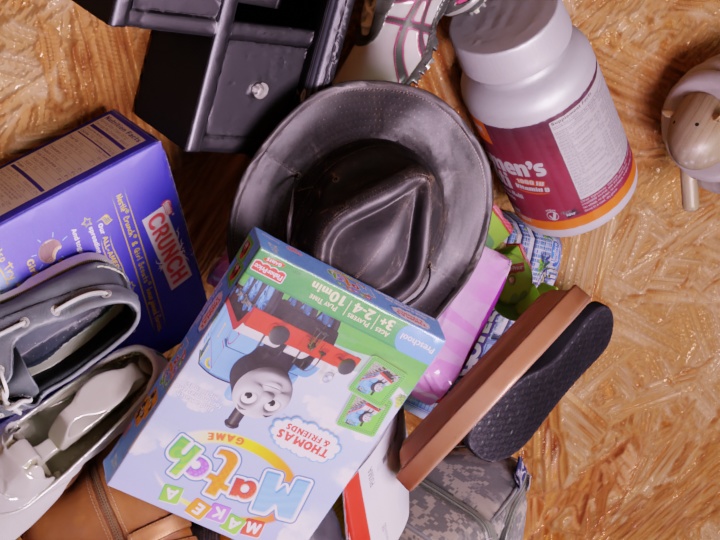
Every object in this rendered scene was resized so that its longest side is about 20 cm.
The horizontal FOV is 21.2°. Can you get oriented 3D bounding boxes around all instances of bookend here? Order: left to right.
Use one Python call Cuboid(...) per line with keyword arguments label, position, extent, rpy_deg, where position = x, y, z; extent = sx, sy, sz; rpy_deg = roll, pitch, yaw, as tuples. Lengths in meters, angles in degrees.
Cuboid(label="bookend", position=(-0.115, -0.168, 1.305), extent=(0.199, 0.092, 0.200), rpy_deg=(2, 112, -39))

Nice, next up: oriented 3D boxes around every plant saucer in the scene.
Cuboid(label="plant saucer", position=(0.095, 0.084, 1.448), extent=(0.200, 0.032, 0.200), rpy_deg=(-46, 175, -5))

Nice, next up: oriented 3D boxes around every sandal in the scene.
Cuboid(label="sandal", position=(0.143, 0.091, 1.620), extent=(0.200, 0.045, 0.075), rpy_deg=(-40, 141, -36))

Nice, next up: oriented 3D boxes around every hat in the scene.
Cuboid(label="hat", position=(0.008, -0.032, 1.317), extent=(0.200, 0.081, 0.202), rpy_deg=(-2, 98, -12))

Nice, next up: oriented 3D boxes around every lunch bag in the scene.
Cuboid(label="lunch bag", position=(0.068, 0.259, 1.674), extent=(0.167, 0.139, 0.201), rpy_deg=(-24, 129, -48))

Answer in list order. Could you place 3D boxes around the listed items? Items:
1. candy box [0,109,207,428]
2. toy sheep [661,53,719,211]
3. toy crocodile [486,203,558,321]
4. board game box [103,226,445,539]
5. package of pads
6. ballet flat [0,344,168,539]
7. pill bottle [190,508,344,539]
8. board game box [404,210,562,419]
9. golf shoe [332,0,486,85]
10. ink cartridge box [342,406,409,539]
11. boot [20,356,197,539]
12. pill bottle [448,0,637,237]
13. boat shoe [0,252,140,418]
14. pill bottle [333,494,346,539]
Cuboid(label="candy box", position=(-0.217, 0.008, 1.332), extent=(0.199, 0.077, 0.170), rpy_deg=(-29, 130, -21))
Cuboid(label="toy sheep", position=(0.333, -0.126, 1.675), extent=(0.200, 0.138, 0.139), rpy_deg=(-19, 126, -48))
Cuboid(label="toy crocodile", position=(0.088, -0.033, 1.512), extent=(0.062, 0.067, 0.200), rpy_deg=(-42, 108, -20))
Cuboid(label="board game box", position=(-0.059, 0.089, 1.298), extent=(0.151, 0.037, 0.200), rpy_deg=(26, 109, -23))
Cuboid(label="package of pads", position=(0.000, 0.000, 1.420), extent=(0.199, 0.076, 0.121), rpy_deg=(28, 71, -2))
Cuboid(label="ballet flat", position=(-0.210, 0.114, 1.295), extent=(0.200, 0.069, 0.070), rpy_deg=(-40, 133, -17))
Cuboid(label="pill bottle", position=(-0.117, 0.229, 1.448), extent=(0.200, 0.117, 0.116), rpy_deg=(-26, 148, 36))
Cuboid(label="board game box", position=(0.065, 0.044, 1.595), extent=(0.199, 0.062, 0.201), rpy_deg=(10, 107, -43))
Cuboid(label="golf shoe", position=(0.025, -0.193, 1.436), extent=(0.088, 0.077, 0.200), rpy_deg=(43, 81, -24))
Cuboid(label="ink cartridge box", position=(0.014, 0.174, 1.471), extent=(0.047, 0.201, 0.160), rpy_deg=(-4, 145, 2))
Cuboid(label="boot", position=(-0.144, 0.157, 1.360), extent=(0.199, 0.156, 0.077), rpy_deg=(-30, 163, -14))
Cuboid(label="pill bottle", position=(0.144, -0.130, 1.528), extent=(0.110, 0.109, 0.200), rpy_deg=(-42, 133, -13))
Cuboid(label="boat shoe", position=(-0.232, 0.060, 1.253), extent=(0.200, 0.062, 0.073), rpy_deg=(-33, 131, -17))
Cuboid(label="pill bottle", position=(-0.063, 0.154, 1.518), extent=(0.109, 0.109, 0.201), rpy_deg=(-24, 127, -27))
